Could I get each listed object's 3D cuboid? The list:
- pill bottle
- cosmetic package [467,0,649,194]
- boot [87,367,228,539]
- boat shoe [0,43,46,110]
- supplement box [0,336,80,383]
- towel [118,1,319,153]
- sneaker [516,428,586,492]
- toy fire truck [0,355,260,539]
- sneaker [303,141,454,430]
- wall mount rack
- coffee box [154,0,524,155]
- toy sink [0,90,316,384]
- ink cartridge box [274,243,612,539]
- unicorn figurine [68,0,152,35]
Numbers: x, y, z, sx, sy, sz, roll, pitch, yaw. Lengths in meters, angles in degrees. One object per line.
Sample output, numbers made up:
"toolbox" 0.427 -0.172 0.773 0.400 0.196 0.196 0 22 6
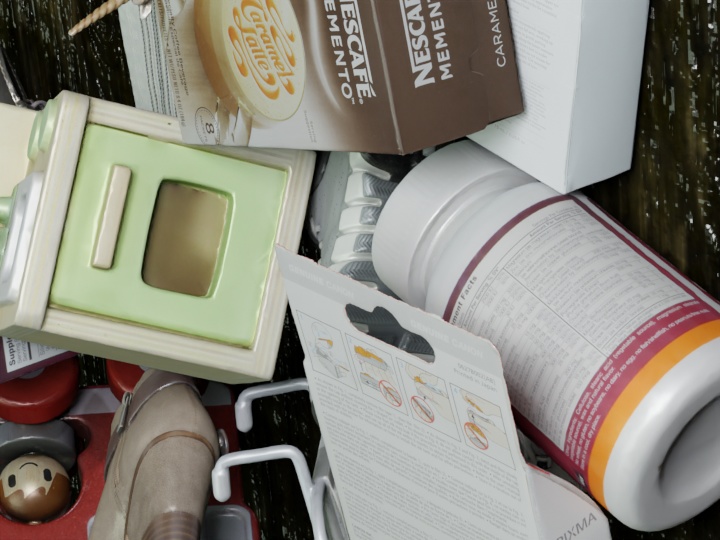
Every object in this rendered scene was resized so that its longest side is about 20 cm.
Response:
"pill bottle" 0.101 0.026 1.137 0.200 0.109 0.110 42 137 35
"cosmetic package" 0.058 -0.149 1.162 0.200 0.052 0.151 35 135 41
"boot" -0.135 0.155 1.388 0.200 0.070 0.147 -52 31 37
"boat shoe" -0.219 -0.065 1.607 0.067 0.057 0.201 -80 -22 -86
"supplement box" -0.176 -0.010 1.429 0.110 0.200 0.086 19 122 49
"towel" -0.087 -0.154 1.379 0.192 0.034 0.201 21 123 49
"sneaker" 0.066 0.087 1.241 0.200 0.088 0.074 3 108 53
"toy fire truck" -0.167 0.129 1.480 0.112 0.199 0.168 97 168 -54
"sneaker" 0.000 0.000 1.273 0.115 0.075 0.201 159 124 -67
"wall mount rack" -0.034 0.162 1.340 0.200 0.074 0.174 -77 -25 -74
"coffee box" -0.018 -0.124 1.166 0.200 0.080 0.115 6 111 55
"toy sink" -0.140 -0.021 1.285 0.112 0.199 0.131 166 117 -74
"ink cartridge box" 0.043 0.082 1.125 0.161 0.050 0.201 23 136 44
"unicorn figurine" -0.093 -0.234 1.293 0.137 0.074 0.201 -41 41 46
